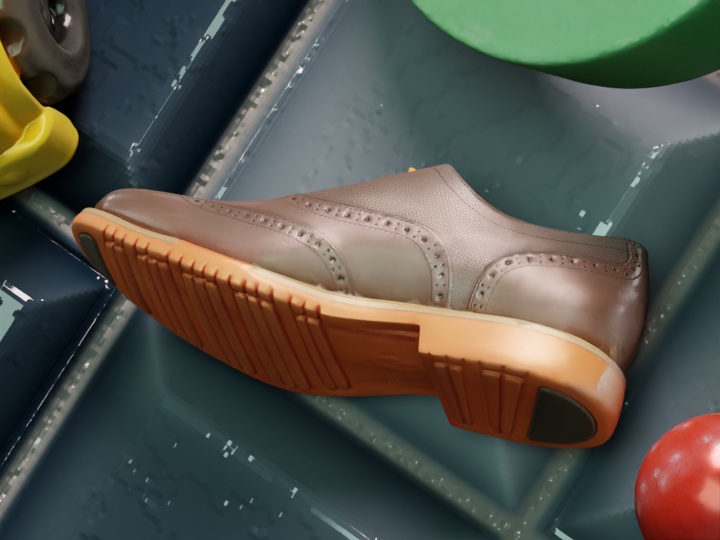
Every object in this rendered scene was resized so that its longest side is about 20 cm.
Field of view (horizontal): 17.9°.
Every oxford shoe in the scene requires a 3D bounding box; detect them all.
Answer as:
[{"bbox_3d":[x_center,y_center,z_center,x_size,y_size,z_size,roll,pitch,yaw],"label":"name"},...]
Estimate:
[{"bbox_3d":[0.000,0.000,0.770,0.199,0.071,0.073,16,65,15],"label":"oxford shoe"}]

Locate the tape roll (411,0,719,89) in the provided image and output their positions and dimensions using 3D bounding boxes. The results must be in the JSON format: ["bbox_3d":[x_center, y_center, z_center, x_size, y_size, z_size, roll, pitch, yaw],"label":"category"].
[{"bbox_3d":[0.084,-0.161,0.732,0.200,0.048,0.202,-9,77,43],"label":"tape roll"}]

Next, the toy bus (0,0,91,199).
[{"bbox_3d":[-0.195,-0.131,0.783,0.135,0.192,0.201,-14,74,16],"label":"toy bus"}]

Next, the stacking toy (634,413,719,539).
[{"bbox_3d":[0.143,0.132,0.688,0.085,0.085,0.201,-34,66,8],"label":"stacking toy"}]
